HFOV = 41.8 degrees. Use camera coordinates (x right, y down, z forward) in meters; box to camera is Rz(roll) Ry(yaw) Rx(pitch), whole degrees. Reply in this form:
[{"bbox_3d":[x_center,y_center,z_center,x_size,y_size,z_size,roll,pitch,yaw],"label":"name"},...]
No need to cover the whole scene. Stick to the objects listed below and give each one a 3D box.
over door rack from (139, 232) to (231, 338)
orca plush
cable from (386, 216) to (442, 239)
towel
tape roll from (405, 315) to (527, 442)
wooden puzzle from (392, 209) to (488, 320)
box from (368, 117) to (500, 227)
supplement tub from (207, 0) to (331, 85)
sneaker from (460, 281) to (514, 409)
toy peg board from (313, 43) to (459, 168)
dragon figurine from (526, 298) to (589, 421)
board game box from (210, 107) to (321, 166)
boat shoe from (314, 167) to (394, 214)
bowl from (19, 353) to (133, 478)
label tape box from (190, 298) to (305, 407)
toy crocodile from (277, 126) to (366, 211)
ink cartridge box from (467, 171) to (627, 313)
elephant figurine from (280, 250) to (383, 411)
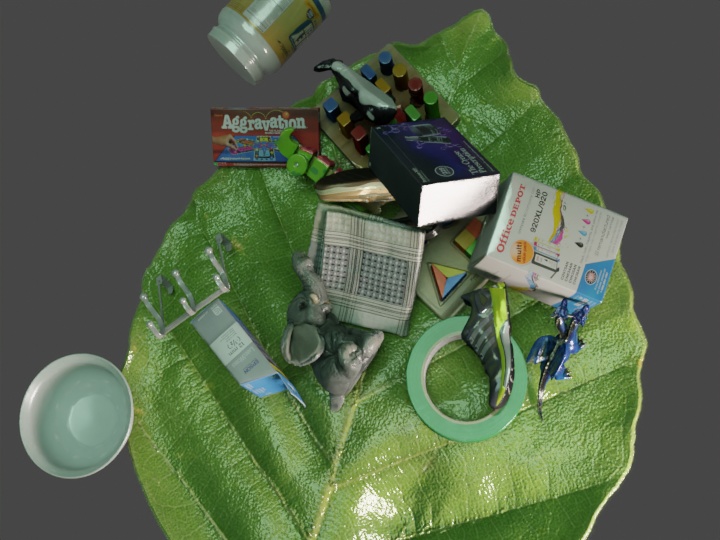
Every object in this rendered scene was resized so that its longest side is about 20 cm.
[{"bbox_3d":[-0.289,0.014,1.565,0.147,0.201,0.067,-34,114,8],"label":"over door rack"},{"bbox_3d":[-0.014,-0.289,1.595,0.199,0.105,0.072,39,114,27],"label":"orca plush"},{"bbox_3d":[0.046,-0.065,1.605,0.197,0.051,0.098,-12,44,15],"label":"cable"},{"bbox_3d":[0.000,0.000,1.571,0.197,0.035,0.196,15,113,12],"label":"towel"},{"bbox_3d":[0.173,0.177,1.542,0.196,0.048,0.204,-2,75,7],"label":"tape roll"},{"bbox_3d":[0.139,-0.045,1.605,0.200,0.046,0.185,43,85,15],"label":"wooden puzzle"},{"bbox_3d":[0.113,-0.160,1.496,0.139,0.080,0.201,-13,38,-19],"label":"box"},{"bbox_3d":[-0.165,-0.450,1.699,0.144,0.145,0.200,41,85,15],"label":"supplement tub"},{"bbox_3d":[0.202,0.121,1.499,0.079,0.074,0.204,-6,68,13],"label":"sneaker"},{"bbox_3d":[0.038,-0.286,1.654,0.199,0.098,0.200,-40,74,-4],"label":"toy peg board"},{"bbox_3d":[0.305,0.137,1.498,0.059,0.099,0.202,33,98,32],"label":"dragon figurine"},{"bbox_3d":[-0.169,-0.238,1.685,0.196,0.019,0.105,1,106,8],"label":"board game box"},{"bbox_3d":[0.020,-0.129,1.581,0.196,0.072,0.077,-9,117,-16],"label":"boat shoe"},{"bbox_3d":[-0.462,0.248,1.588,0.197,0.090,0.205,-2,75,8],"label":"bowl"},{"bbox_3d":[-0.181,0.153,1.546,0.066,0.143,0.201,-38,74,-5],"label":"label tape box"},{"bbox_3d":[-0.065,-0.171,1.638,0.199,0.067,0.062,38,108,3],"label":"toy crocodile"},{"bbox_3d":[0.295,-0.041,1.512,0.197,0.145,0.149,21,80,-1],"label":"ink cartridge box"},{"bbox_3d":[-0.071,0.099,1.556,0.199,0.142,0.156,35,68,8],"label":"elephant figurine"}]
